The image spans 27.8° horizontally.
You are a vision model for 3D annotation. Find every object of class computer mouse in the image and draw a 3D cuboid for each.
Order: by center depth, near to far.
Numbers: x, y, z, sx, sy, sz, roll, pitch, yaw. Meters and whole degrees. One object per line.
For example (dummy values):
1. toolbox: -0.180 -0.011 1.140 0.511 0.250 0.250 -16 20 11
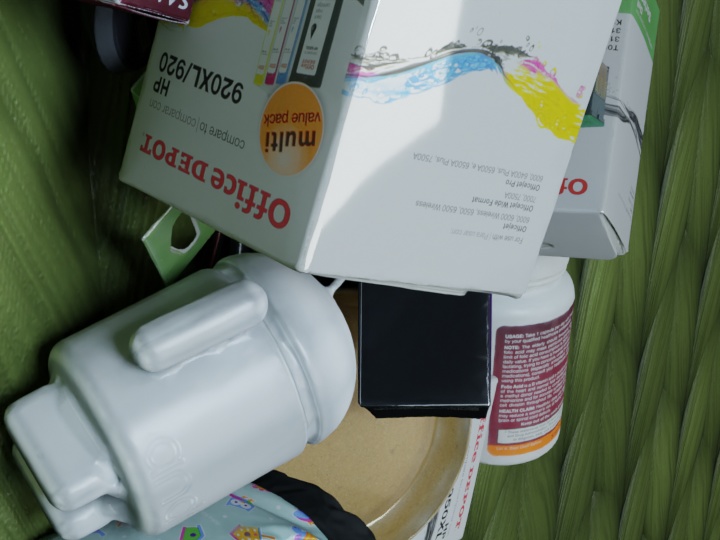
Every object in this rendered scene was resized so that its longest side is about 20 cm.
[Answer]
1. computer mouse: -0.091 -0.166 0.762 0.200 0.046 0.141 -61 162 -27

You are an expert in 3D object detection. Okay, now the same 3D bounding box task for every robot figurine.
1. robot figurine: -0.086 0.063 0.774 0.200 0.113 0.170 -28 160 -21

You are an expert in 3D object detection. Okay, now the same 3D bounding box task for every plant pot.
1. plant pot: -0.021 0.105 0.960 0.200 0.027 0.201 -6 107 -21

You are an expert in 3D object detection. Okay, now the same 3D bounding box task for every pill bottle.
1. pill bottle: 0.119 0.051 1.217 0.114 0.114 0.200 -38 137 -50

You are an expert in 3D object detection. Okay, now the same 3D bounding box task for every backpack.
1. backpack: -0.102 0.189 0.820 0.200 0.167 0.127 -23 107 -39

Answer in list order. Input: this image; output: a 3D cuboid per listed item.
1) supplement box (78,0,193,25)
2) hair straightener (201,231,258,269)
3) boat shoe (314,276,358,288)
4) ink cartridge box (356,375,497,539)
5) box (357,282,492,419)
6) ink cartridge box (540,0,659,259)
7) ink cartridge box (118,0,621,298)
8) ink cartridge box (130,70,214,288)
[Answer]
1. supplement box: -0.108 -0.215 0.616 0.061 0.109 0.200 1 105 -64
2. hair straightener: -0.063 0.013 0.874 0.041 0.077 0.200 17 89 -63
3. boat shoe: 0.000 0.000 0.996 0.061 0.072 0.201 -63 151 -25
4. ink cartridge box: 0.019 0.147 1.107 0.200 0.084 0.145 -7 112 -63
5. box: 0.040 -0.015 0.866 0.141 0.079 0.201 79 12 -82
6. ink cartridge box: 0.129 -0.118 1.056 0.084 0.146 0.200 45 51 -61
7. ink cartridge box: 0.008 -0.106 0.649 0.144 0.147 0.200 6 105 -43
8. ink cartridge box: -0.065 -0.095 0.769 0.200 0.059 0.104 -51 173 -12
